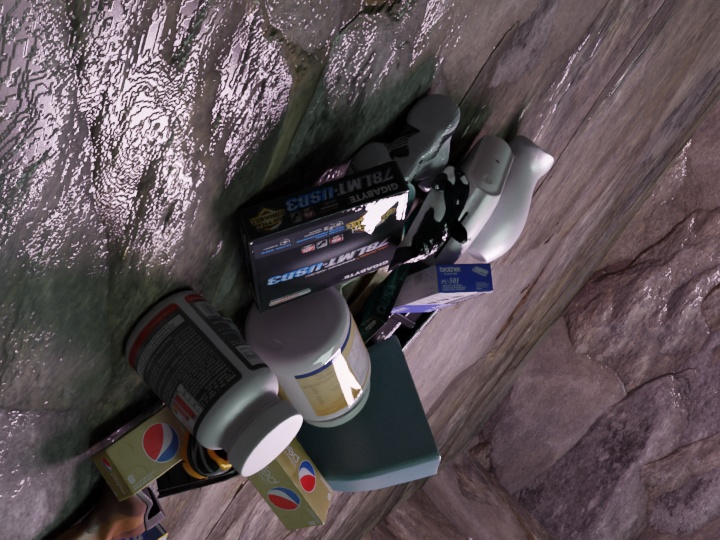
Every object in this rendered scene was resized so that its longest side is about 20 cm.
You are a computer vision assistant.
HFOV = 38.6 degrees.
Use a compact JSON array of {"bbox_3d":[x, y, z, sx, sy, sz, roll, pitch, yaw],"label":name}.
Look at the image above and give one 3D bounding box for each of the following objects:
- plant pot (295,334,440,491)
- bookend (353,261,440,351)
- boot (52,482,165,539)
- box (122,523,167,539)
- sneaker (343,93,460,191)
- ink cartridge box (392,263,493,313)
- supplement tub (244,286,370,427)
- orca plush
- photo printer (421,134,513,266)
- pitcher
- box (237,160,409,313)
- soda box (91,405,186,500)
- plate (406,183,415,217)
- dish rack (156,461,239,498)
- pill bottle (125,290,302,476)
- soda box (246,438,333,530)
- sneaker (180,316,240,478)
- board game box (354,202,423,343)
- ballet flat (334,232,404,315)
[{"bbox_3d":[-0.003,0.245,1.594,0.197,0.198,0.197,-20,163,-4],"label":"plant pot"},{"bbox_3d":[0.055,0.057,1.714,0.200,0.092,0.199,-49,162,1],"label":"bookend"},{"bbox_3d":[-0.380,0.343,1.399,0.198,0.069,0.189,-29,155,-13],"label":"boot"},{"bbox_3d":[-0.386,0.436,1.529,0.199,0.070,0.065,-33,159,-39],"label":"box"},{"bbox_3d":[0.054,-0.131,1.337,0.200,0.075,0.115,-45,160,-17],"label":"sneaker"},{"bbox_3d":[0.110,0.028,1.547,0.093,0.045,0.200,-1,170,-24],"label":"ink cartridge box"},{"bbox_3d":[-0.065,0.117,1.411,0.144,0.144,0.201,-42,147,-14],"label":"supplement tub"},{"bbox_3d":[0.108,-0.060,1.316,0.200,0.070,0.106,-51,164,-56],"label":"orca plush"},{"bbox_3d":[0.156,-0.099,1.552,0.167,0.069,0.201,-56,-177,33],"label":"photo printer"},{"bbox_3d":[0.231,-0.115,1.750,0.201,0.120,0.172,-56,179,-7],"label":"pitcher"},{"bbox_3d":[-0.044,-0.037,1.246,0.197,0.050,0.199,-19,155,-11],"label":"box"},{"bbox_3d":[-0.242,0.209,1.335,0.199,0.068,0.064,-35,-179,-35],"label":"soda box"},{"bbox_3d":[0.002,-0.053,1.467,0.200,0.026,0.201,-43,162,-17],"label":"plate"},{"bbox_3d":[-0.201,0.274,1.542,0.152,0.055,0.199,-19,179,30],"label":"dish rack"},{"bbox_3d":[-0.166,0.129,1.172,0.116,0.200,0.116,-40,161,-17],"label":"pill bottle"},{"bbox_3d":[-0.118,0.277,1.463,0.067,0.201,0.064,-16,-148,26],"label":"soda box"},{"bbox_3d":[-0.172,0.159,1.288,0.077,0.203,0.077,8,171,-35],"label":"sneaker"},{"bbox_3d":[0.041,0.011,1.512,0.202,0.028,0.135,-65,-173,-28],"label":"board game box"},{"bbox_3d":[0.000,0.000,1.431,0.067,0.068,0.201,-21,147,-43],"label":"ballet flat"}]
